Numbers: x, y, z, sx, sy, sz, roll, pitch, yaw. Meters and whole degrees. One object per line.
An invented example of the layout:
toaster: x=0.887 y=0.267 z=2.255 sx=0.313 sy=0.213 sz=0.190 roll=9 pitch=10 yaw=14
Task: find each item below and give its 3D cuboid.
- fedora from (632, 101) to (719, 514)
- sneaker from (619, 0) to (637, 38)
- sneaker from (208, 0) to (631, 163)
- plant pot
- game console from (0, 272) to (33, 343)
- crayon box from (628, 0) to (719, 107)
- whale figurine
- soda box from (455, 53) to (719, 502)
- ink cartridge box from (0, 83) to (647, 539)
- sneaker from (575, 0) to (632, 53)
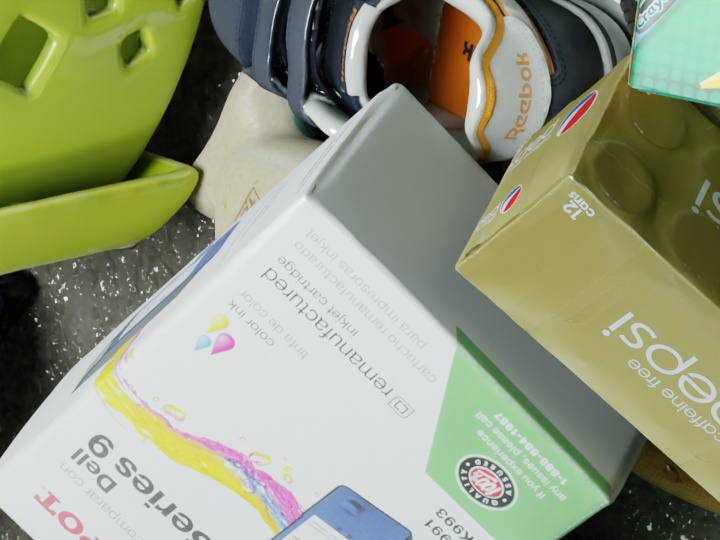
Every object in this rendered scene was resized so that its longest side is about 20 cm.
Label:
fedora: x=0.149 y=0.001 z=0.909 sx=0.199 sy=0.082 sz=0.202 roll=14 pitch=134 yaw=15
sneaker: x=0.134 y=-0.170 z=0.901 sx=0.060 sy=0.104 sz=0.202 roll=0 pitch=99 yaw=39
sneaker: x=0.001 y=-0.089 z=0.947 sx=0.199 sy=0.079 sz=0.079 roll=18 pitch=108 yaw=42
plant pot: x=-0.184 y=-0.098 z=1.063 sx=0.198 sy=0.199 sz=0.183 roll=17 pitch=115 yaw=47
game console: x=-0.248 y=0.064 z=1.195 sx=0.171 sy=0.118 sz=0.200 roll=47 pitch=120 yaw=19
crayon box: x=0.158 y=-0.119 z=0.830 sx=0.058 sy=0.200 sz=0.120 roll=14 pitch=105 yaw=28
whale figurine: x=0.000 y=0.000 z=1.040 sx=0.160 sy=0.103 sz=0.200 roll=-62 pitch=40 yaw=24
soda box: x=0.130 y=0.028 z=0.833 sx=0.200 sy=0.068 sz=0.064 roll=40 pitch=136 yaw=-10
ink cartridge box: x=-0.014 y=0.057 z=0.909 sx=0.145 sy=0.088 sz=0.200 roll=45 pitch=128 yaw=-7
sneaker: x=0.068 y=-0.111 z=0.982 sx=0.200 sy=0.077 sz=0.092 roll=42 pitch=127 yaw=31
